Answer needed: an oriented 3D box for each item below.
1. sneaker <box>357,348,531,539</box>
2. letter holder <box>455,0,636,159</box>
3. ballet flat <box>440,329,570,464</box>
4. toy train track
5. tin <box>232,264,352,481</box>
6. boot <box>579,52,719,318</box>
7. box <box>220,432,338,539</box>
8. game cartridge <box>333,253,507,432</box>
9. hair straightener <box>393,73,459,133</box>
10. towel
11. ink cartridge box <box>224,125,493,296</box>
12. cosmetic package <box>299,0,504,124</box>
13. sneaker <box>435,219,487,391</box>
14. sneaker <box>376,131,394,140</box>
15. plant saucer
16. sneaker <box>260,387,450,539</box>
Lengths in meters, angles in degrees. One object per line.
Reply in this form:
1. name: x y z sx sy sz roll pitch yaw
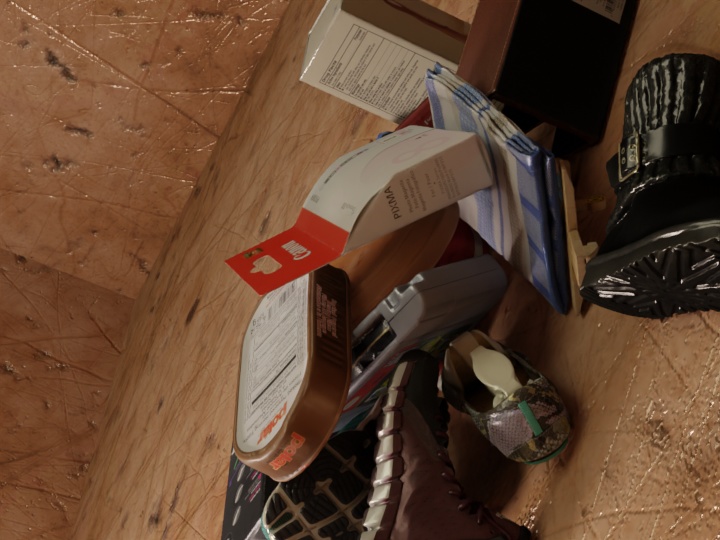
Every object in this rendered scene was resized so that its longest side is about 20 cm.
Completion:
1. sneaker: 0.067 0.156 0.849 0.076 0.115 0.200 63 -145 -61
2. letter holder: 0.157 -0.201 1.048 0.142 0.101 0.200 149 141 -69
3. ballet flat: 0.099 0.080 0.901 0.072 0.072 0.200 -66 17 6
4. toy train track: 0.168 -0.042 0.904 0.200 0.033 0.115 -86 -13 -65
5. tin: -0.053 0.069 0.908 0.112 0.042 0.200 -52 24 31
6. boot: 0.206 -0.060 0.719 0.158 0.079 0.211 -71 15 -11
7. box: -0.057 0.213 1.147 0.106 0.122 0.200 -58 18 31
8. game cartridge: 0.026 0.065 0.945 0.133 0.041 0.200 -20 -22 -51
9. hair straightener: 0.033 -0.098 1.128 0.200 0.041 0.077 -51 -2 -3
10. towel: 0.106 -0.069 0.950 0.200 0.024 0.147 -127 20 -55
11. ink cartridge box: -0.013 -0.056 0.953 0.163 0.200 0.057 -149 39 -71
12. cosmetic package: 0.050 -0.216 1.232 0.103 0.200 0.087 -52 23 41
13. sneaker: 0.048 0.008 1.089 0.078 0.115 0.200 -55 20 39
14. sneaker: 0.011 -0.081 1.299 0.200 0.089 0.079 103 173 -58
15. plant saucer: 0.000 0.000 1.015 0.200 0.032 0.200 -41 16 15
16. sneaker: -0.005 0.158 0.930 0.200 0.078 0.080 -34 0 -43
